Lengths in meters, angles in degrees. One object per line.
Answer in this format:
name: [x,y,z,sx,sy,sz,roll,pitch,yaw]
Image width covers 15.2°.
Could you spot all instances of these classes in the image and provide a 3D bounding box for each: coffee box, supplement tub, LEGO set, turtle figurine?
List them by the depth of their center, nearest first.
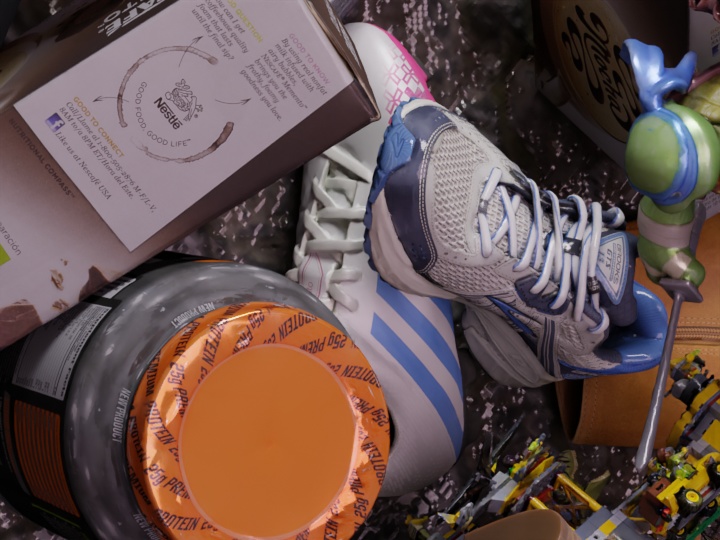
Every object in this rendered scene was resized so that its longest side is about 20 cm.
coffee box: [-0.099,-0.051,1.018,0.199,0.113,0.080,-31,108,6]
supplement tub: [-0.072,0.054,1.028,0.122,0.200,0.124,-2,95,-25]
turtle figurine: [0.184,-0.014,1.040,0.193,0.144,0.201,-21,77,-35]
coffee box: [0.130,-0.133,1.101,0.079,0.113,0.201,-29,142,-18]
LEGO set: [0.083,0.110,1.137,0.116,0.201,0.154,39,58,19]

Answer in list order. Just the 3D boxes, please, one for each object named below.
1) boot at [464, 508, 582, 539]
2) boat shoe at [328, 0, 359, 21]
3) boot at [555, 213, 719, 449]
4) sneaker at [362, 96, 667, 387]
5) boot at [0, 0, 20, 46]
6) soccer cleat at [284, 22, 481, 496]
boot: [0.039,0.183,1.058,0.155,0.199,0.074,55,37,-24]
boat shoe: [-0.019,-0.148,1.120,0.071,0.072,0.200,39,78,1]
boot: [0.160,0.070,1.218,0.143,0.071,0.203,-10,95,-18]
sneaker: [0.070,-0.011,1.085,0.200,0.085,0.078,40,61,-55]
boot: [-0.114,-0.137,0.958,0.197,0.073,0.163,22,101,-37]
soccer cleat: [0.000,0.000,1.124,0.086,0.070,0.202,-18,103,-40]
